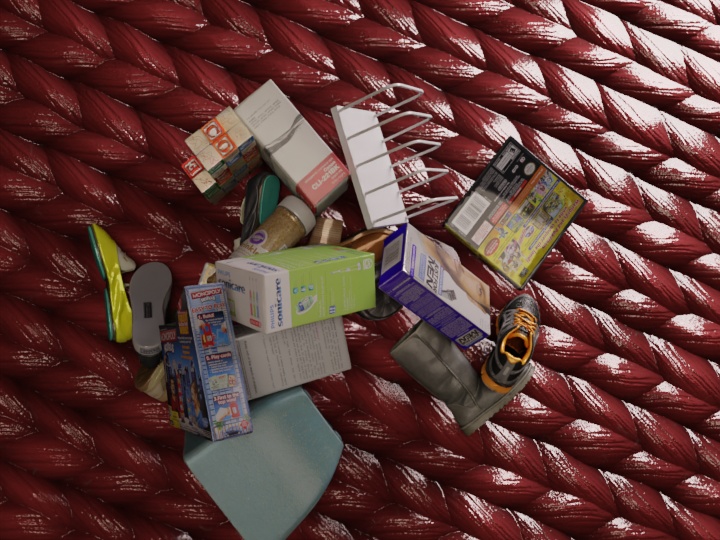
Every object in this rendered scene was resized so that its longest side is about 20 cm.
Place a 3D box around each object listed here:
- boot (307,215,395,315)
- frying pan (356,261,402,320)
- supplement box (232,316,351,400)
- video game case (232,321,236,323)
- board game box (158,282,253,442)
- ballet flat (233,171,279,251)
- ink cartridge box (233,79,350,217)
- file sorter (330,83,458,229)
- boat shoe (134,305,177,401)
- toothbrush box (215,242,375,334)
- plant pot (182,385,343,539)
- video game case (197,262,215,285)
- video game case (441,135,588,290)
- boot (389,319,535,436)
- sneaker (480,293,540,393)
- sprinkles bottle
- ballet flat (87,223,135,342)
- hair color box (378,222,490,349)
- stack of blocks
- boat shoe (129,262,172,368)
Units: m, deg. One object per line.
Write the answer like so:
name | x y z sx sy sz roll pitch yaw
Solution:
boot | 0.000 0.000 1.202 0.195 0.074 0.158 9 94 -3
frying pan | 0.069 0.039 1.204 0.186 0.031 0.117 2 117 -27
supplement box | -0.126 0.123 1.109 0.196 0.101 0.106 -16 102 -16
video game case | -0.182 0.099 1.156 0.197 0.017 0.146 -18 103 -22
board game box | -0.226 0.123 0.996 0.061 0.199 0.205 -6 89 -32
ballet flat | -0.179 -0.066 1.196 0.071 0.073 0.205 7 90 -2
ink cartridge box | -0.112 -0.195 1.163 0.084 0.144 0.201 -42 90 -5
file sorter | 0.061 -0.188 1.153 0.123 0.138 0.204 -19 87 29
boat shoe | -0.291 0.117 1.161 0.064 0.071 0.202 40 76 -35
toothbrush box | -0.095 0.020 1.048 0.197 0.144 0.088 -10 104 -38
plant pot | -0.140 0.283 1.107 0.199 0.196 0.197 -37 98 -10
video game case | -0.212 0.112 1.203 0.179 0.023 0.204 19 87 -2
video game case | 0.271 -0.100 1.236 0.180 0.026 0.201 39 85 0
boot | 0.174 0.154 1.202 0.181 0.073 0.201 -39 82 -6
sneaker | 0.262 0.110 1.164 0.077 0.078 0.202 25 49 3
sprinkles bottle | -0.156 -0.030 1.127 0.068 0.068 0.201 41 67 0
ballet flat | -0.407 0.018 1.185 0.066 0.067 0.204 -11 90 -24
hair color box | 0.124 0.027 1.142 0.199 0.111 0.064 36 130 -25
stack of blocks | -0.224 -0.179 1.129 0.115 0.200 0.059 -40 90 -5
boat shoe | -0.342 0.069 1.142 0.067 0.057 0.202 0 42 -12
